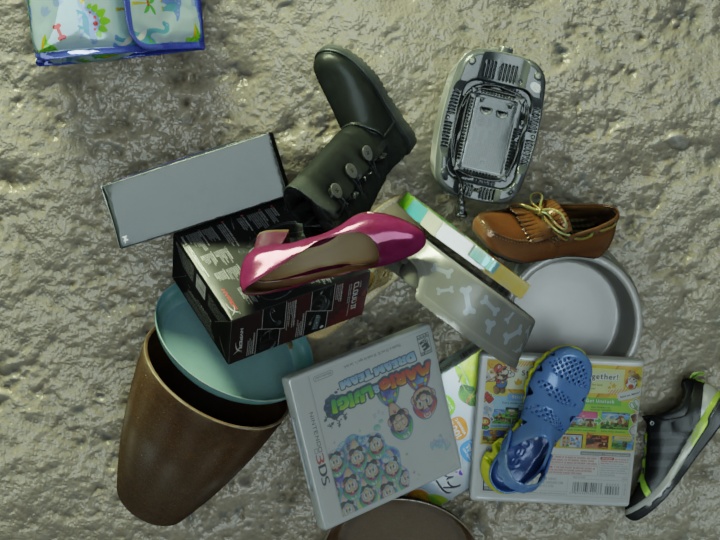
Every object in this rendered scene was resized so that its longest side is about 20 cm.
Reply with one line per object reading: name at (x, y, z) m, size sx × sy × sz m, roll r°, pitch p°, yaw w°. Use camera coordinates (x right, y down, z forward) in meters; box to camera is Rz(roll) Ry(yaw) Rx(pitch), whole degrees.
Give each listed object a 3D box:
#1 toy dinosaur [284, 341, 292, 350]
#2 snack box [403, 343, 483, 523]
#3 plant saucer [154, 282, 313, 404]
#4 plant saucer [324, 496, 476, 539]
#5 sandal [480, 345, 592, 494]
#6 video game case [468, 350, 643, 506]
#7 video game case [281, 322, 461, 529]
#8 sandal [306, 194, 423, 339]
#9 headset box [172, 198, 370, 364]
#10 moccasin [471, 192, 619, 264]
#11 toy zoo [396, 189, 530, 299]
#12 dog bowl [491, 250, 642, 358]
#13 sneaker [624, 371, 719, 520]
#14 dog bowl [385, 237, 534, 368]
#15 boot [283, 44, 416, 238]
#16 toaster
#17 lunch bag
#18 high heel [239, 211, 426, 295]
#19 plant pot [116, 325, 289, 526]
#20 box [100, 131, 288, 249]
toy dinosaur at (-0.129, 0.035, 1.547) m, size 0.199 × 0.101 × 0.059 m, roll 36°, pitch 139°, yaw 23°
snack box at (0.109, 0.195, 1.611) m, size 0.199 × 0.053 × 0.143 m, roll -32°, pitch 99°, yaw 3°
plant saucer at (-0.149, 0.086, 1.522) m, size 0.198 × 0.201 × 0.028 m, roll 26°, pitch 122°, yaw -6°
plant saucer at (0.051, 0.348, 1.611) m, size 0.197 × 0.032 × 0.203 m, roll 2°, pitch 123°, yaw 3°
sandal at (0.212, 0.182, 1.521) m, size 0.079 × 0.087 × 0.202 m, roll 24°, pitch 98°, yaw -5°
video game case at (0.234, 0.191, 1.578) m, size 0.197 × 0.023 × 0.185 m, roll 3°, pitch 102°, yaw -2°
video game case at (0.017, 0.179, 1.522) m, size 0.198 × 0.024 × 0.185 m, roll -19°, pitch 102°, yaw -28°
sandal at (0.004, 0.004, 1.569) m, size 0.077 × 0.070 × 0.212 m, roll 42°, pitch 94°, yaw -8°
headset box at (-0.095, 0.001, 1.491) m, size 0.198 × 0.149 × 0.078 m, roll -19°, pitch 142°, yaw -27°
moccasin at (0.214, -0.051, 1.494) m, size 0.199 × 0.074 × 0.078 m, roll 3°, pitch 131°, yaw -28°
toy zoo at (0.119, -0.028, 1.493) m, size 0.131 × 0.200 × 0.021 m, roll 35°, pitch 95°, yaw -21°
dog bowl at (0.253, 0.061, 1.597) m, size 0.197 × 0.059 × 0.203 m, roll 0°, pitch 99°, yaw -2°
sneaker at (0.379, 0.217, 1.633) m, size 0.082 × 0.072 × 0.201 m, roll 37°, pitch 94°, yaw 17°
dog bowl at (0.113, 0.028, 1.485) m, size 0.199 × 0.200 × 0.059 m, roll 35°, pitch 95°, yaw -7°
boot at (-0.034, -0.140, 1.488) m, size 0.165 × 0.065 × 0.201 m, roll 46°, pitch 54°, yaw -13°
toaster at (0.142, -0.159, 1.522) m, size 0.112 × 0.129 × 0.203 m, roll 11°, pitch 97°, yaw -4°
lunch bag at (-0.280, -0.326, 1.486) m, size 0.197 × 0.127 × 0.173 m, roll -7°, pitch 97°, yaw -15°
high heel at (-0.029, -0.007, 1.395) m, size 0.197 × 0.097 × 0.068 m, roll -7°, pitch 125°, yaw 15°
plant pot at (-0.209, 0.196, 1.546) m, size 0.185 × 0.187 × 0.201 m, roll 28°, pitch 114°, yaw -6°
box at (-0.186, -0.095, 1.510) m, size 0.197 × 0.141 × 0.080 m, roll -18°, pitch 99°, yaw -1°
